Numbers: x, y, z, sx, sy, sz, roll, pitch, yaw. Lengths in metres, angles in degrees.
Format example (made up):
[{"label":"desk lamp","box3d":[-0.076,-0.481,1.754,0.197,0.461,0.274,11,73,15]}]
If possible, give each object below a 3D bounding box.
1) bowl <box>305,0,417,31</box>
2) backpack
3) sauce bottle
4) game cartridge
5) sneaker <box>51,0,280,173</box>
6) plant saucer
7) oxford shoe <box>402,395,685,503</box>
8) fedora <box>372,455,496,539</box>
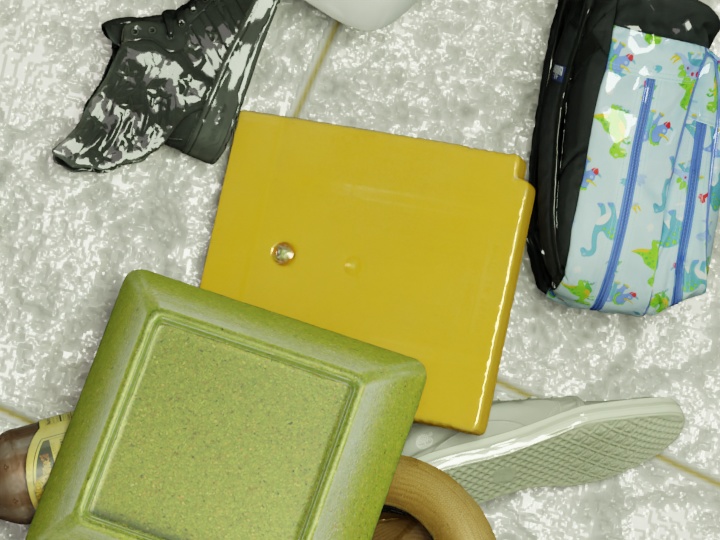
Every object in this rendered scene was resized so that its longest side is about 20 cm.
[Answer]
[{"label":"bowl","box3d":[-0.007,-0.276,1.645,0.199,0.075,0.200,36,60,-2]},{"label":"backpack","box3d":[0.167,-0.071,1.633,0.153,0.163,0.201,21,89,-12]},{"label":"sauce bottle","box3d":[-0.184,0.122,1.609,0.199,0.065,0.065,-17,86,-6]},{"label":"game cartridge","box3d":[0.000,0.000,1.626,0.199,0.032,0.177,11,83,16]},{"label":"sneaker","box3d":[-0.117,-0.146,1.650,0.104,0.060,0.201,20,85,-9]},{"label":"plant saucer","box3d":[-0.082,0.112,1.551,0.199,0.048,0.200,18,75,6]},{"label":"oxford shoe","box3d":[0.110,0.105,1.651,0.199,0.075,0.058,-11,49,-10]},{"label":"fedora","box3d":[0.008,0.212,1.597,0.200,0.082,0.202,-8,72,25]}]
